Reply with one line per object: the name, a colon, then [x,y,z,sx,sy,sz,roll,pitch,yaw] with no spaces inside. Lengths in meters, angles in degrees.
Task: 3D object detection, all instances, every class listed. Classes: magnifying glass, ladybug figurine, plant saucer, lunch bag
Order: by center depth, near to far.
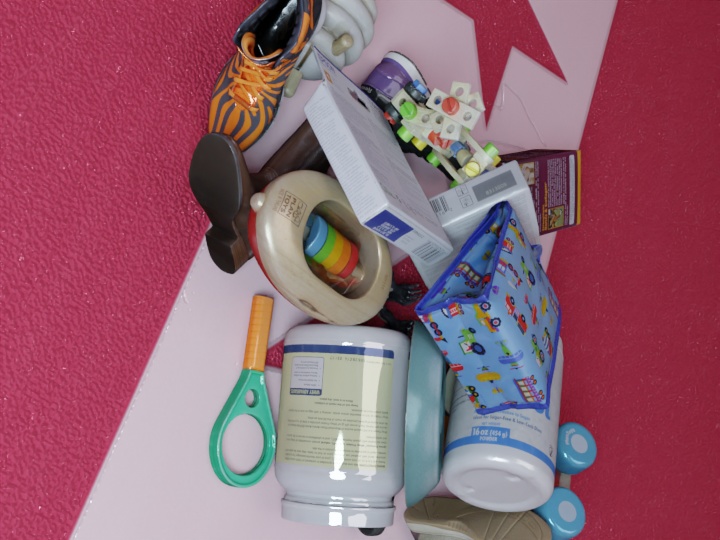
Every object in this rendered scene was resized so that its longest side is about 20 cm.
ladybug figurine: [-0.046,-0.022,0.931,0.200,0.071,0.137,41,60,-39]
magnifying glass: [-0.117,0.128,0.986,0.079,0.022,0.204,18,73,-43]
plant saucer: [0.073,0.156,1.008,0.200,0.035,0.204,3,90,-83]
lunch bag: [0.165,0.030,1.010,0.152,0.093,0.201,57,44,-23]

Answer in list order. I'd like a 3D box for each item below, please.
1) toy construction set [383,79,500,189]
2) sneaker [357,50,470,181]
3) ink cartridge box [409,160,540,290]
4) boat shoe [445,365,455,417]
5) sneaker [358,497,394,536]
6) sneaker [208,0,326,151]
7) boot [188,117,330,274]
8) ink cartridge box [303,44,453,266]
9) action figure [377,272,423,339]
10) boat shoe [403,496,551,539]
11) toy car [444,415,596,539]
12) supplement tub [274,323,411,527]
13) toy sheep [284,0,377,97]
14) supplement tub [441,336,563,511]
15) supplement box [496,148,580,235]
toy construction set: [0.101,-0.156,1.076,0.092,0.132,0.200,-38,157,1]
sneaker: [0.064,-0.174,1.181,0.088,0.075,0.200,-49,119,-16]
ink cartridge box: [0.139,-0.042,1.141,0.200,0.158,0.048,55,12,-63]
boat shoe: [0.153,0.118,1.229,0.071,0.062,0.201,42,56,-12]
sneaker: [0.049,0.216,1.115,0.103,0.060,0.204,13,73,-39]
sneaker: [-0.108,-0.201,0.917,0.077,0.202,0.112,29,19,-1]
boot: [-0.089,-0.118,0.967,0.200,0.064,0.188,-47,159,-34]
ink cartridge box: [0.013,-0.116,0.982,0.199,0.040,0.202,27,36,-62]
action figure: [0.000,0.000,1.061,0.199,0.101,0.120,36,47,-37]
boat shoe: [0.142,0.320,1.103,0.072,0.198,0.066,-41,120,-45]
toy car: [0.164,0.263,1.180,0.198,0.185,0.178,27,53,-6]
supplement tub: [-0.018,0.166,0.994,0.144,0.144,0.204,13,76,-43]
toy sheep: [-0.043,-0.283,1.028,0.138,0.137,0.202,40,70,-34]
supplement tub: [0.171,0.167,1.091,0.132,0.131,0.202,42,45,-34]
supplement box: [0.225,-0.107,1.298,0.198,0.085,0.112,-14,106,-45]
